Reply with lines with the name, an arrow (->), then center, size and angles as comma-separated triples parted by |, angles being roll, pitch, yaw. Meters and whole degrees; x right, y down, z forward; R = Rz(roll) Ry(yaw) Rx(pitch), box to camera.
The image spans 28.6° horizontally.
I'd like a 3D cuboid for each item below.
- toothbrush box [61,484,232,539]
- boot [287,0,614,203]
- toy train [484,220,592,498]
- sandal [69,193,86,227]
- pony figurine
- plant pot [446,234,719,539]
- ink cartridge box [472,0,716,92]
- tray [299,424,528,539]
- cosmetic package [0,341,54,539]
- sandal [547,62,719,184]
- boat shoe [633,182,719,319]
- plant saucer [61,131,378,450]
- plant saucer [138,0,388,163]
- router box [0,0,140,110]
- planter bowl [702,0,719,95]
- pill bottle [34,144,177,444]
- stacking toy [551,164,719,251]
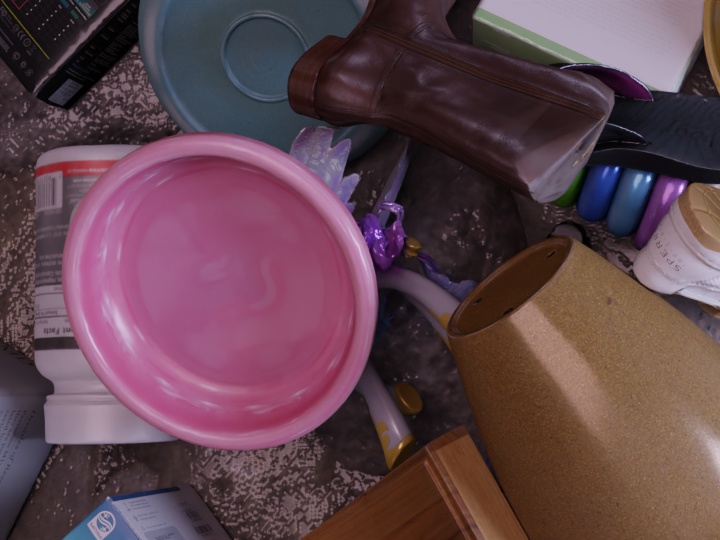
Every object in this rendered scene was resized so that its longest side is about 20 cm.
toothbrush box -> -0.188, 0.245, 0.966 | 0.200, 0.146, 0.085 | -44, 76, 8
boot -> 0.082, -0.127, 0.846 | 0.199, 0.065, 0.187 | 20, 57, 34
toy train -> 0.117, 0.064, 0.953 | 0.034, 0.046, 0.202 | 15, 89, 15
sandal -> -0.112, 0.025, 0.940 | 0.082, 0.050, 0.203 | -46, 111, -29
pony figurine -> 0.000, 0.000, 0.940 | 0.200, 0.166, 0.194 | 41, 118, 22
plant pot -> 0.145, 0.085, 0.839 | 0.186, 0.187, 0.201 | -37, 101, 9
ink cartridge box -> 0.183, -0.214, 0.961 | 0.144, 0.048, 0.201 | 27, 75, 15
tray -> 0.031, 0.183, 0.904 | 0.099, 0.037, 0.200 | 60, 144, 12
cosmetic package -> -0.338, 0.118, 0.987 | 0.166, 0.200, 0.168 | 28, 93, 15
sandal -> 0.150, -0.101, 0.876 | 0.198, 0.048, 0.076 | 5, 56, 5
boat shoe -> 0.234, -0.002, 0.870 | 0.069, 0.199, 0.071 | -43, 52, 30
plant saucer -> -0.083, 0.010, 0.868 | 0.198, 0.051, 0.203 | 4, 110, 12
plant saucer -> -0.063, -0.150, 0.973 | 0.198, 0.027, 0.202 | 6, 120, 10
router box -> -0.238, -0.246, 1.064 | 0.150, 0.062, 0.200 | -42, 77, 9
planter bowl -> 0.321, -0.161, 0.876 | 0.198, 0.083, 0.203 | 0, 83, -1
pill bottle -> -0.173, 0.019, 0.998 | 0.112, 0.114, 0.203 | -2, 85, 14
stacking toy -> 0.137, -0.074, 0.927 | 0.198, 0.085, 0.086 | 21, 91, 7
